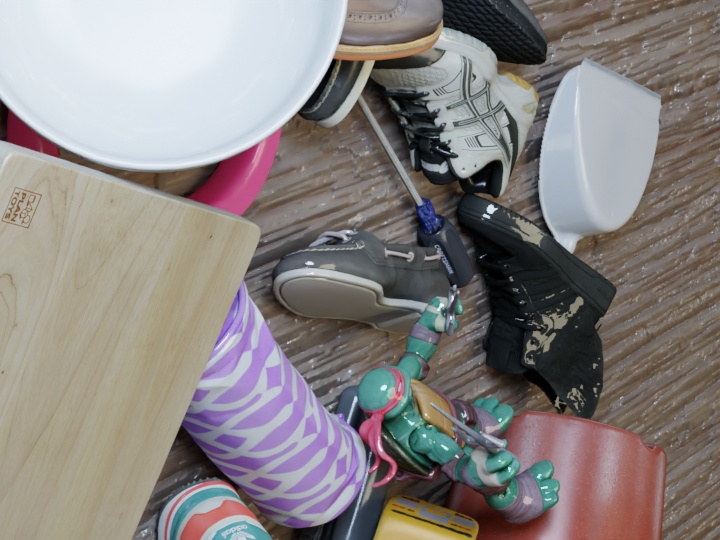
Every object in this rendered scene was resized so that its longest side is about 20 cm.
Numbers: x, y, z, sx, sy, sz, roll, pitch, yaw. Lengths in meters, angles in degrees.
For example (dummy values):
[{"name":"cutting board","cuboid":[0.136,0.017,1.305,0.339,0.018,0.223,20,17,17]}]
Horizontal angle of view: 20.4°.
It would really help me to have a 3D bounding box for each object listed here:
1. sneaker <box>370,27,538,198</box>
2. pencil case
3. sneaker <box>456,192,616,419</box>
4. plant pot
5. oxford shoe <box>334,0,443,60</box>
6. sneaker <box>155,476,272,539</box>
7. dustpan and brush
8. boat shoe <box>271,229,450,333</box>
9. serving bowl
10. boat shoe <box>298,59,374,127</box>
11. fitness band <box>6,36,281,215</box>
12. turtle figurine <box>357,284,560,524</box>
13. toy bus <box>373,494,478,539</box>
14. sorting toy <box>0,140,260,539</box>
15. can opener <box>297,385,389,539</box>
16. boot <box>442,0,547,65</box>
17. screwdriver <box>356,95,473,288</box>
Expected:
[{"name":"sneaker","cuboid":[0.057,-0.103,1.327,0.200,0.075,0.088,24,79,-53]},{"name":"pencil case","cuboid":[-0.062,0.075,1.186,0.200,0.083,0.086,57,47,-49]},{"name":"sneaker","cuboid":[0.121,0.030,1.459,0.199,0.060,0.105,33,87,-40]},{"name":"plant pot","cuboid":[0.133,0.212,1.429,0.201,0.200,0.197,34,63,-52]},{"name":"oxford shoe","cuboid":[-0.027,-0.174,1.124,0.199,0.073,0.072,13,50,-31]},{"name":"sneaker","cuboid":[-0.069,0.228,1.205,0.070,0.093,0.201,-19,115,-20]},{"name":"dustpan and brush","cuboid":[0.168,-0.049,1.527,0.139,0.057,0.202,15,79,-53]},{"name":"boat shoe","cuboid":[0.000,0.000,1.293,0.200,0.066,0.057,19,60,-59]},{"name":"serving bowl","cuboid":[-0.108,-0.144,1.027,0.066,0.199,0.201,135,-27,-79]},{"name":"boat shoe","cuboid":[-0.019,-0.189,1.217,0.067,0.072,0.202,9,93,-35]},{"name":"fitness band","cuboid":[-0.116,-0.084,1.124,0.199,0.037,0.145,-12,109,-51]},{"name":"turtle figurine","cuboid":[0.053,0.090,1.272,0.200,0.100,0.151,42,28,-54]},{"name":"toy bus","cuboid":[0.017,0.254,1.304,0.078,0.065,0.201,-36,143,-82]},{"name":"sorting toy","cuboid":[-0.170,0.040,1.025,0.198,0.069,0.201,16,99,-54]},{"name":"can opener","cuboid":[-0.021,0.171,1.308,0.066,0.052,0.201,37,68,-51]},{"name":"boot","cuboid":[0.087,-0.232,1.348,0.200,0.069,0.132,42,60,-55]},{"name":"screwdriver","cuboid":[0.037,-0.055,1.347,0.028,0.029,0.200,-59,144,-26]}]
